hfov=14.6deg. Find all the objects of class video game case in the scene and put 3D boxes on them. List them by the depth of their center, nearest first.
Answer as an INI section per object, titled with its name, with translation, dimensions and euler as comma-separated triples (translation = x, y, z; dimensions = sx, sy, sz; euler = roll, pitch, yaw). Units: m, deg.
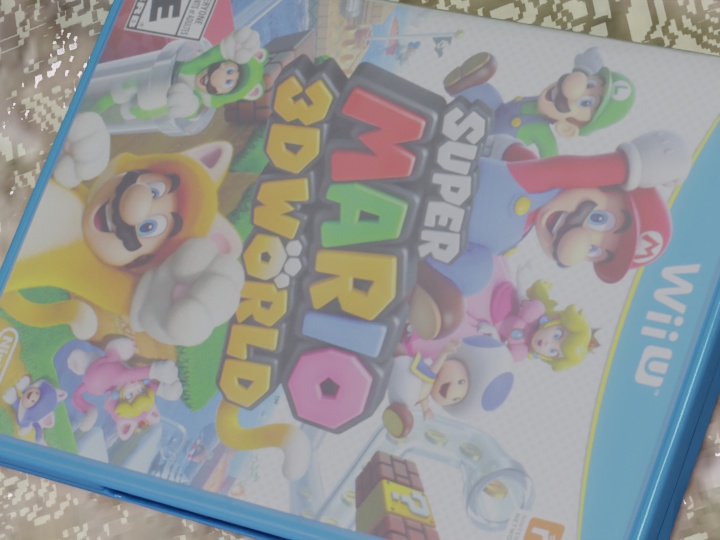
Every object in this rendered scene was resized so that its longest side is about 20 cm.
[video game case]
translation = 0.000, 0.000, 0.703
dimensions = 0.199, 0.018, 0.144
euler = 13, 72, 29
